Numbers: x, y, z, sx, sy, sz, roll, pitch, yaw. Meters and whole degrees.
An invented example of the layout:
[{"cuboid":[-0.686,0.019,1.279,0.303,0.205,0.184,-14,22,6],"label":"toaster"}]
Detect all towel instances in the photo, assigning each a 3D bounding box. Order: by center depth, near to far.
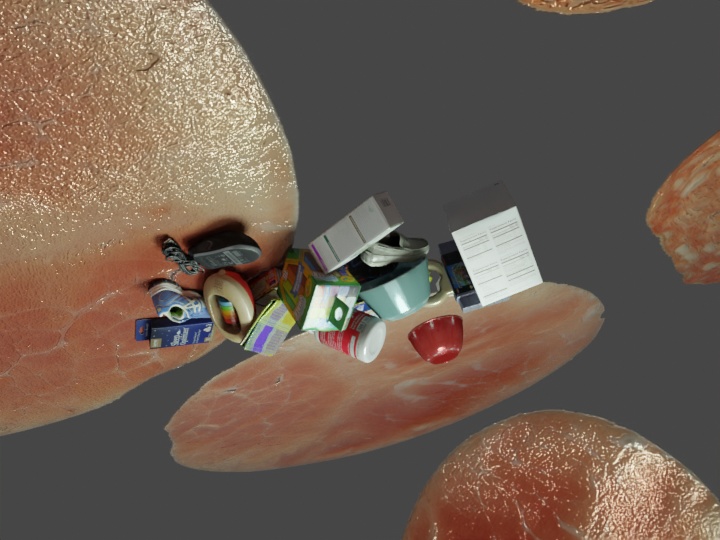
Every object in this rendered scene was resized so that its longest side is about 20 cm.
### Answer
[{"cuboid":[-0.212,0.139,1.516,0.145,0.023,0.200,-55,164,-5],"label":"towel"}]

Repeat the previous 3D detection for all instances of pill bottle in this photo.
[{"cuboid":[-0.044,0.143,1.569,0.197,0.114,0.112,19,165,25],"label":"pill bottle"}]

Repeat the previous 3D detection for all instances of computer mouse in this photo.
[{"cuboid":[-0.302,-0.047,1.314,0.196,0.054,0.139,-7,156,8],"label":"computer mouse"}]

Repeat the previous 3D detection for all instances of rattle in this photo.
[{"cuboid":[0.220,0.055,1.657,0.196,0.132,0.144,6,149,19],"label":"rattle"}]

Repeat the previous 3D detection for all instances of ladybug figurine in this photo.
[{"cuboid":[-0.296,0.077,1.461,0.133,0.072,0.203,17,132,22],"label":"ladybug figurine"}]

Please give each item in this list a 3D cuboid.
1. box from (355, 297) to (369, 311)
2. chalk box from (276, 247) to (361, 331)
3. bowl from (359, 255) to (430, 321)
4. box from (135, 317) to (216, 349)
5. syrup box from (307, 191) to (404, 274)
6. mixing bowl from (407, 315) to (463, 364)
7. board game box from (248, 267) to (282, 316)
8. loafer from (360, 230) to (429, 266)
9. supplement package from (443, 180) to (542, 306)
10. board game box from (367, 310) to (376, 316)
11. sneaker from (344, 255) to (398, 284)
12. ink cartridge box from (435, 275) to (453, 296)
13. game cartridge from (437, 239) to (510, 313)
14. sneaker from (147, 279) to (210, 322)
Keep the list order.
[{"cuboid":[-0.062,0.093,1.688,0.196,0.065,0.070,-19,154,5],"label":"box"},{"cuboid":[-0.089,0.055,1.418,0.122,0.200,0.127,3,119,-34],"label":"chalk box"},{"cuboid":[0.094,0.053,1.556,0.198,0.107,0.201,-25,-172,3],"label":"bowl"},{"cuboid":[-0.469,0.156,1.604,0.196,0.033,0.122,-4,150,-23],"label":"box"},{"cuboid":[-0.012,-0.080,1.354,0.199,0.082,0.078,-33,176,30],"label":"syrup box"},{"cuboid":[0.266,0.246,2.114,0.196,0.110,0.201,-13,152,-7],"label":"mixing bowl"},{"cuboid":[-0.233,0.077,1.578,0.198,0.047,0.151,-31,150,24],"label":"board game box"},{"cuboid":[0.089,-0.058,1.493,0.197,0.070,0.071,-11,126,-38],"label":"loafer"},{"cuboid":[0.298,-0.063,1.423,0.148,0.153,0.202,-22,116,11],"label":"supplement package"},{"cuboid":[-0.013,0.113,1.786,0.197,0.035,0.135,-21,153,6],"label":"board game box"},{"cuboid":[0.000,0.000,1.563,0.196,0.077,0.078,-16,166,9],"label":"sneaker"},{"cuboid":[0.292,0.001,1.742,0.107,0.051,0.201,-7,150,-19],"label":"ink cartridge box"},{"cuboid":[0.278,0.002,1.568,0.127,0.203,0.039,-13,145,-6],"label":"game cartridge"},{"cuboid":[-0.410,0.088,1.463,0.075,0.078,0.199,-31,151,22],"label":"sneaker"}]
